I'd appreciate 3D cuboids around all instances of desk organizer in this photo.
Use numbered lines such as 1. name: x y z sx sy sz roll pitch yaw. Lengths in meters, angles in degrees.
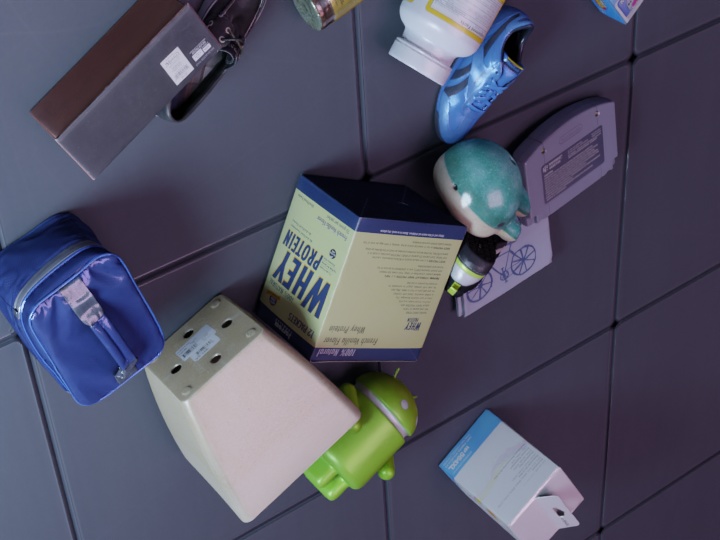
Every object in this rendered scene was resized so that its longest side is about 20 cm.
1. desk organizer: -0.253 -0.205 1.442 0.200 0.077 0.072 -47 137 -6

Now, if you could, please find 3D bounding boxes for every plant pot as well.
1. plant pot: -0.155 0.153 1.691 0.199 0.200 0.178 -42 126 -12

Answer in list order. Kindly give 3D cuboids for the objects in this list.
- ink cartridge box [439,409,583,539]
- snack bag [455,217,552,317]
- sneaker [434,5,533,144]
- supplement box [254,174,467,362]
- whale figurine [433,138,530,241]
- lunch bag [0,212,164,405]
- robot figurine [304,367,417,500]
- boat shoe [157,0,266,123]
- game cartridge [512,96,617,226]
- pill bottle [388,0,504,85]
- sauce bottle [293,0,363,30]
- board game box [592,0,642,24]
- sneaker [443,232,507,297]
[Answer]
1. ink cartridge box: 0.250 0.346 2.155 0.125 0.200 0.129 -47 137 -5
2. snack bag: 0.205 -0.050 1.989 0.187 0.021 0.202 -30 130 -24
3. sneaker: 0.164 -0.253 1.778 0.066 0.078 0.202 11 110 -46
4. supplement box: 0.000 0.000 1.756 0.198 0.134 0.202 3 114 -42
5. whale figurine: 0.185 -0.118 1.828 0.103 0.160 0.199 -38 161 27
6. lunch bag: -0.314 0.055 1.519 0.135 0.132 0.201 -38 135 -15
7. robot figurine: -0.001 0.229 1.920 0.200 0.115 0.176 -44 139 -10
8. boat shoe: -0.164 -0.247 1.500 0.200 0.066 0.070 -48 137 -5
9. game cartridge: 0.300 -0.168 1.968 0.199 0.041 0.134 -34 127 -27
10. pill bottle: 0.117 -0.336 1.655 0.111 0.112 0.201 21 102 -46
11. sauce bottle: 0.010 -0.361 1.581 0.199 0.065 0.065 -39 136 -17
12. board game box: 0.360 -0.473 1.819 0.201 0.056 0.195 -54 137 1
13. sneaker: 0.146 -0.018 1.851 0.083 0.071 0.200 -54 177 22
